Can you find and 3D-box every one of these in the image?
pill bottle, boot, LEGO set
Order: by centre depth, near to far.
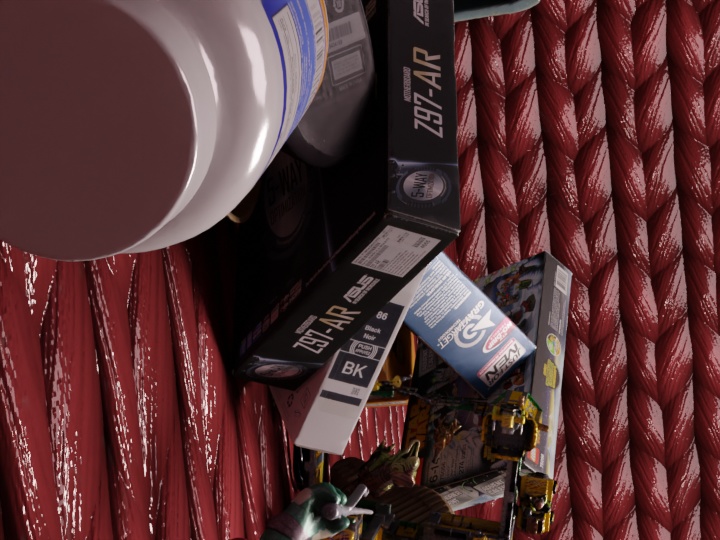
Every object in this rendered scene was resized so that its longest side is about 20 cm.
[{"bbox_3d":[-0.077,-0.071,0.518,0.200,0.111,0.113,-69,153,-71],"label":"pill bottle"},{"bbox_3d":[0.026,0.142,0.945,0.116,0.199,0.155,-41,145,-74],"label":"LEGO set"},{"bbox_3d":[0.038,0.243,1.106,0.200,0.072,0.167,-147,-140,-65],"label":"boot"}]

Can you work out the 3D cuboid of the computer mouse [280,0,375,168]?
[{"bbox_3d":[-0.041,-0.150,0.727,0.138,0.053,0.201,-26,112,-52],"label":"computer mouse"}]

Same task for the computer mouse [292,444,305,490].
[{"bbox_3d":[-0.023,0.182,1.064,0.059,0.034,0.201,-72,156,-68],"label":"computer mouse"}]

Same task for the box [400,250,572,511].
[{"bbox_3d":[0.099,0.093,1.189,0.040,0.137,0.201,36,47,-31],"label":"box"}]

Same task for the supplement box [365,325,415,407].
[{"bbox_3d":[0.005,0.076,1.216,0.200,0.068,0.067,53,32,-79],"label":"supplement box"}]

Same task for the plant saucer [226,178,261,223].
[{"bbox_3d":[-0.086,-0.123,0.756,0.200,0.035,0.201,-5,90,-83],"label":"plant saucer"}]

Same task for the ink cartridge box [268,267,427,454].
[{"bbox_3d":[0.000,0.000,0.880,0.201,0.039,0.100,-67,-157,20],"label":"ink cartridge box"}]

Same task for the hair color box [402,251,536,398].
[{"bbox_3d":[0.040,0.007,1.109,0.200,0.061,0.100,43,2,-40],"label":"hair color box"}]

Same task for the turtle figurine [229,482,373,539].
[{"bbox_3d":[-0.039,0.189,0.699,0.200,0.100,0.150,-15,86,-67],"label":"turtle figurine"}]

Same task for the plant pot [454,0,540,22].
[{"bbox_3d":[0.011,-0.303,1.050,0.200,0.195,0.197,-98,178,-53],"label":"plant pot"}]

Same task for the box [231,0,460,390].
[{"bbox_3d":[-0.012,-0.045,0.832,0.200,0.043,0.161,-44,-142,50],"label":"box"}]
